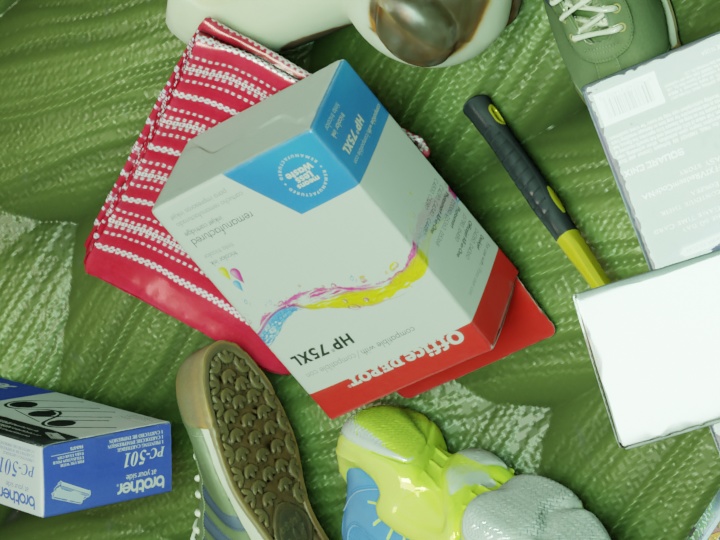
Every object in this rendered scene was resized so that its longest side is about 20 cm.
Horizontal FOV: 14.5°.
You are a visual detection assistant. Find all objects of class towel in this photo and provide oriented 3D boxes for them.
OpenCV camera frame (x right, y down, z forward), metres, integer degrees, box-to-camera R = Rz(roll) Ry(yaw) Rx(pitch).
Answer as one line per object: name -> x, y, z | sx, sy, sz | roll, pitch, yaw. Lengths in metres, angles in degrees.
towel -> -0.062, -0.034, 1.546 | 0.144, 0.023, 0.200 | 29, 133, -3

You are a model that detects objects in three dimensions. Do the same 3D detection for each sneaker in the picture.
sneaker -> 0.101, -0.165, 1.441 | 0.067, 0.090, 0.201 | -15, 90, 32
sneaker -> -0.072, 0.146, 1.598 | 0.090, 0.067, 0.201 | -22, 95, 38
sneaker -> 0.060, 0.155, 1.528 | 0.200, 0.075, 0.106 | 35, 124, 43

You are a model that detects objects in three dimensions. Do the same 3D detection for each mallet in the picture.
mallet -> 0.119, -0.012, 1.493 | 0.041, 0.066, 0.201 | -44, 60, 28

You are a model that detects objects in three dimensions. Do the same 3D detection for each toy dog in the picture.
toy dog -> -0.014, -0.165, 1.489 | 0.199, 0.139, 0.195 | 13, 105, 28

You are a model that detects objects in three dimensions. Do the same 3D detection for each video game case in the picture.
video game case -> 0.211, -0.024, 1.411 | 0.142, 0.019, 0.201 | -21, 88, 14

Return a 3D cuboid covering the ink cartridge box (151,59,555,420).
ink cartridge box -> 0.000, 0.000, 1.493 | 0.116, 0.067, 0.200 | -25, 116, 33

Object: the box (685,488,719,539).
box -> 0.250, 0.193, 1.437 | 0.200, 0.038, 0.137 | 41, 117, 20

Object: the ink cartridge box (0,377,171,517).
ink cartridge box -> -0.208, 0.099, 1.650 | 0.199, 0.094, 0.044 | 10, 104, 47

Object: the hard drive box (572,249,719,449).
hard drive box -> 0.215, 0.015, 1.323 | 0.199, 0.156, 0.077 | -18, 88, 13
